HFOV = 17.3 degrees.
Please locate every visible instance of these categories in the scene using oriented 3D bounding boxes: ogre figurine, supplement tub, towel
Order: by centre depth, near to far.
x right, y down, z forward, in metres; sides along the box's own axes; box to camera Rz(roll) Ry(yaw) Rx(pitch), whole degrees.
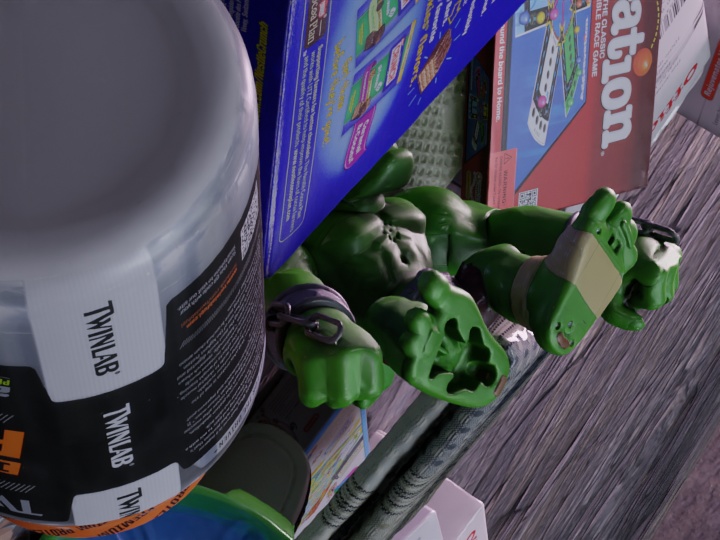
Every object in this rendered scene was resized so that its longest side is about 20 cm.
[{"bbox_3d":[-0.089,-0.002,0.699,0.123,0.123,0.200,-51,163,-23],"label":"supplement tub"},{"bbox_3d":[0.019,0.005,0.900,0.200,0.120,0.098,-38,129,-34],"label":"ogre figurine"},{"bbox_3d":[0.039,0.070,1.104,0.200,0.035,0.193,-54,173,27],"label":"towel"}]

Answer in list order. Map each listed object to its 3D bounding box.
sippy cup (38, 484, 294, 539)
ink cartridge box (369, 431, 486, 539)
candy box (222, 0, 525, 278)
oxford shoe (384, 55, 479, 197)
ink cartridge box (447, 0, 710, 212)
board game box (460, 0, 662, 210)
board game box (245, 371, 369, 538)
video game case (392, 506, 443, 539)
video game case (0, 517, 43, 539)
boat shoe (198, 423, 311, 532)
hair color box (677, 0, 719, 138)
[{"bbox_3d":[-0.091,0.176,0.964,0.178,0.140,0.130,-10,147,-36],"label":"sippy cup"},{"bbox_3d":[-0.010,0.215,1.426,0.200,0.083,0.147,-53,163,-14],"label":"ink cartridge box"},{"bbox_3d":[0.003,-0.123,0.831,0.200,0.077,0.169,-46,160,-32],"label":"candy box"},{"bbox_3d":[0.002,-0.056,0.994,0.200,0.058,0.075,-45,136,-30],"label":"oxford shoe"},{"bbox_3d":[0.095,-0.098,1.150,0.147,0.083,0.200,-55,164,-5],"label":"ink cartridge box"},{"bbox_3d":[0.089,-0.123,1.001,0.103,0.019,0.200,-16,116,-39],"label":"board game box"},{"bbox_3d":[-0.068,0.145,1.228,0.200,0.034,0.134,-52,164,-19],"label":"board game box"},{"bbox_3d":[0.008,0.244,1.335,0.143,0.018,0.200,-39,134,-28],"label":"video game case"},{"bbox_3d":[-0.121,0.077,0.942,0.181,0.025,0.200,-50,163,-24],"label":"video game case"},{"bbox_3d":[-0.088,0.158,1.099,0.200,0.074,0.060,-54,152,-1],"label":"boat shoe"},{"bbox_3d":[0.216,-0.118,1.266,0.061,0.200,0.102,-48,162,-32],"label":"hair color box"}]
